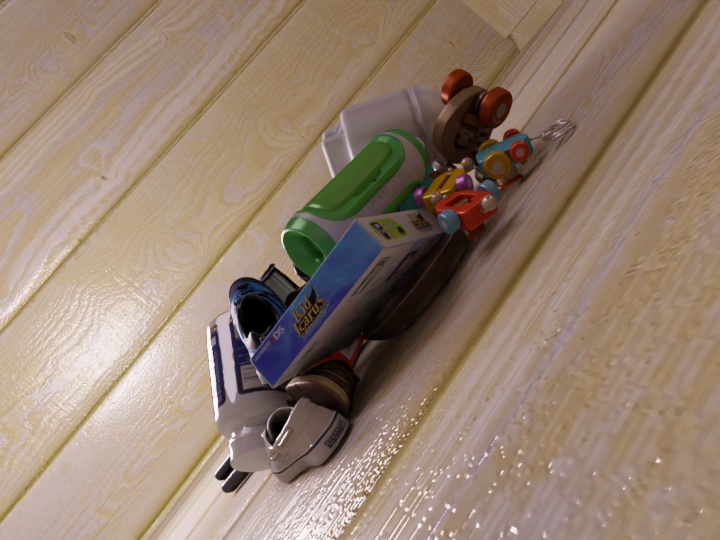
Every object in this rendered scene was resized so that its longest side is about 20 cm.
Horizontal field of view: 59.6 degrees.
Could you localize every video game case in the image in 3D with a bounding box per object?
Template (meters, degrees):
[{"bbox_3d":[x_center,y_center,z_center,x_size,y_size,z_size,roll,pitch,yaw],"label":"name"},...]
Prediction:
[{"bbox_3d":[-0.008,0.023,0.687,0.201,0.045,0.181,-51,-15,24],"label":"video game case"}]

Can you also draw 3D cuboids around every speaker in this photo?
[{"bbox_3d":[-0.002,-0.081,0.730,0.200,0.088,0.088,-48,1,-30],"label":"speaker"}]

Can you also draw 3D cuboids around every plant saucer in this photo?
[{"bbox_3d":[0.073,0.012,0.777,0.201,0.032,0.200,-51,3,3],"label":"plant saucer"}]

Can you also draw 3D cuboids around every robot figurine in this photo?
[{"bbox_3d":[0.046,-0.189,0.880,0.197,0.114,0.170,-17,30,7],"label":"robot figurine"}]

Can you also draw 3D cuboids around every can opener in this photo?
[{"bbox_3d":[-0.177,0.305,1.091,0.200,0.053,0.066,-50,-31,13],"label":"can opener"}]

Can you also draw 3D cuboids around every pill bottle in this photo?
[{"bbox_3d":[-0.146,0.160,0.854,0.111,0.110,0.202,-49,44,39],"label":"pill bottle"}]

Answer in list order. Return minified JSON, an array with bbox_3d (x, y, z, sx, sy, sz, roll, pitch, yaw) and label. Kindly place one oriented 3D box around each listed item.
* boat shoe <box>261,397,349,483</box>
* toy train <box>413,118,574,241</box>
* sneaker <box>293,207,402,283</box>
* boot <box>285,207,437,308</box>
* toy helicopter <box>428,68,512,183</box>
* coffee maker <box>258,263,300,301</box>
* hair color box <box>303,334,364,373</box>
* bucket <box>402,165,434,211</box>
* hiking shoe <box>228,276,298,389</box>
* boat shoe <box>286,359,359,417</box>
[{"bbox_3d":[-0.076,0.182,0.689,0.072,0.065,0.200,-53,3,-26],"label":"boat shoe"},{"bbox_3d":[0.143,-0.090,0.684,0.199,0.056,0.150,-37,23,-22],"label":"toy train"},{"bbox_3d":[-0.019,-0.043,0.903,0.199,0.071,0.082,-39,-34,23],"label":"sneaker"},{"bbox_3d":[0.000,0.000,0.859,0.199,0.068,0.189,-28,-26,-40],"label":"boot"},{"bbox_3d":[0.144,-0.155,0.819,0.133,0.079,0.200,-55,-31,2],"label":"toy helicopter"},{"bbox_3d":[-0.117,0.090,1.142,0.135,0.200,0.192,-48,6,10],"label":"coffee maker"},{"bbox_3d":[-0.082,0.173,0.951,0.200,0.064,0.111,-49,3,24],"label":"hair color box"},{"bbox_3d":[0.057,-0.116,1.023,0.208,0.207,0.135,-52,8,-14],"label":"bucket"},{"bbox_3d":[-0.124,0.052,0.787,0.074,0.088,0.200,-24,38,-14],"label":"hiking shoe"},{"bbox_3d":[-0.040,0.133,0.733,0.072,0.072,0.200,-54,-3,-21],"label":"boat shoe"}]
